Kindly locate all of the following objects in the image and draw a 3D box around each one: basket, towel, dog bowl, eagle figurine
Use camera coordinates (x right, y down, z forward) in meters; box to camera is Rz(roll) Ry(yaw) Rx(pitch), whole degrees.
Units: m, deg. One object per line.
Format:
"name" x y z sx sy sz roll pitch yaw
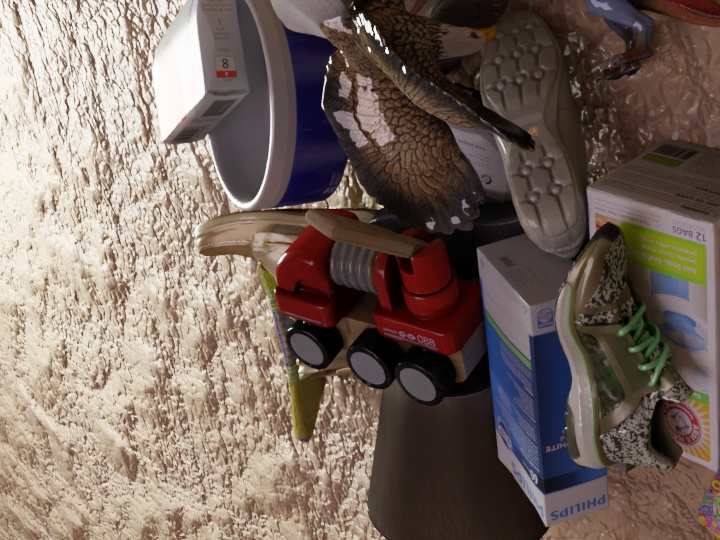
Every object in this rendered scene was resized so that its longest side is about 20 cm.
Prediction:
"basket" 0.084 0.143 1.194 0.177 0.137 0.202 3 131 11
"towel" -0.069 0.064 1.393 0.022 0.144 0.203 -8 110 10
"dog bowl" -0.079 -0.159 1.225 0.200 0.078 0.204 173 90 -67
"eagle figurine" 0.035 -0.141 0.963 0.149 0.151 0.203 -21 71 22

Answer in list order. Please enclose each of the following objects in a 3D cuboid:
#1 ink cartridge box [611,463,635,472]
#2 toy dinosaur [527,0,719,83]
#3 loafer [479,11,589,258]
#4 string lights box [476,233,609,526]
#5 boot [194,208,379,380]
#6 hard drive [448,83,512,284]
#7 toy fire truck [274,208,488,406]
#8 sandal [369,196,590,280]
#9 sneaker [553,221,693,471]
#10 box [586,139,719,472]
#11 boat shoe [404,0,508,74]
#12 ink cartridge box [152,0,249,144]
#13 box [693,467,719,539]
"ink cartridge box" 0.189 0.053 1.098 0.103 0.059 0.203 21 129 44
"toy dinosaur" 0.163 -0.229 0.956 0.197 0.105 0.184 -17 87 18
"loafer" 0.132 -0.103 1.007 0.070 0.069 0.203 52 -150 -58
"string lights box" 0.142 0.084 1.040 0.103 0.058 0.203 -125 23 -58
"boot" -0.064 0.023 1.255 0.197 0.073 0.158 -1 86 14
"hard drive" 0.089 -0.057 1.133 0.138 0.038 0.202 21 132 17
"toy fire truck" 0.000 0.000 1.062 0.174 0.129 0.202 15 137 33
"sandal" 0.102 -0.032 1.093 0.197 0.043 0.077 0 134 27
"sneaker" 0.190 0.058 0.924 0.088 0.077 0.202 13 130 33
"box" 0.241 0.024 0.972 0.112 0.101 0.203 21 129 44
"boat shoe" 0.053 -0.208 1.094 0.199 0.075 0.073 -33 62 53
"ink cartridge box" -0.159 -0.235 1.234 0.162 0.049 0.203 155 104 -66
"box" 0.360 0.145 0.886 0.200 0.121 0.194 41 142 27
